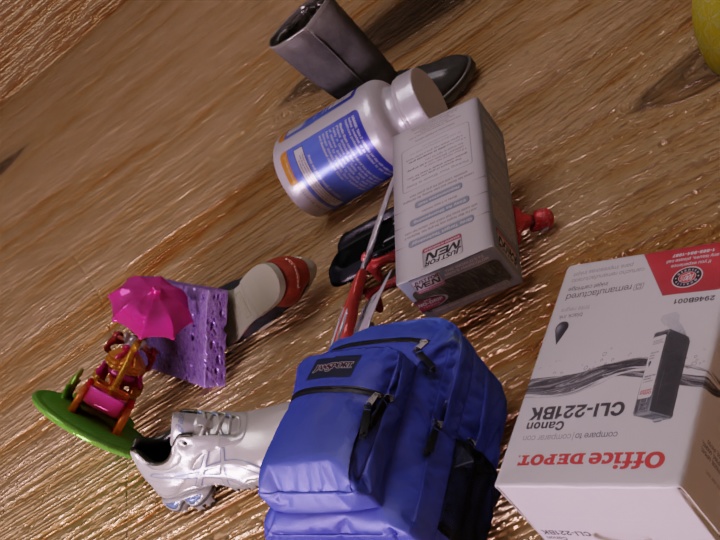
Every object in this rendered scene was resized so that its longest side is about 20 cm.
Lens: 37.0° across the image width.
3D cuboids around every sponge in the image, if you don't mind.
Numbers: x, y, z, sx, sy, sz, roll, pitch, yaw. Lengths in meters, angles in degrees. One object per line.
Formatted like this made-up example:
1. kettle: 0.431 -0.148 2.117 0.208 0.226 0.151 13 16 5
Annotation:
1. sponge: -0.219 0.070 1.289 0.199 0.030 0.113 8 98 55

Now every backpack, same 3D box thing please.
1. backpack: 0.025 0.129 0.838 0.161 0.168 0.201 -5 45 33

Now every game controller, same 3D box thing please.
1. game controller: 0.051 -0.045 1.140 0.199 0.042 0.105 -29 25 27

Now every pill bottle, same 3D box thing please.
1. pill bottle: 0.003 -0.155 1.275 0.199 0.112 0.113 -27 34 27

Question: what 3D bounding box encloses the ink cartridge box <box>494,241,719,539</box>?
1. ink cartridge box: 0.197 0.088 0.753 0.144 0.084 0.201 -11 44 43

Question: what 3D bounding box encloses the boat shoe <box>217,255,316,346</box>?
1. boat shoe: -0.127 0.036 1.248 0.062 0.072 0.200 -21 -8 -44

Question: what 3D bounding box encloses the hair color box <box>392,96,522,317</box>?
1. hair color box: 0.087 -0.062 1.015 0.098 0.061 0.201 -23 43 24

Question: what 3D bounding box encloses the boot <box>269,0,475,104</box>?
1. boot: 0.017 -0.260 1.299 0.181 0.200 0.073 -35 28 15

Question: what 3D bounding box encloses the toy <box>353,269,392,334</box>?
1. toy: -0.002 0.111 0.994 0.201 0.047 0.115 -66 5 -25

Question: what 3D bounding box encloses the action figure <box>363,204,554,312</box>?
1. action figure: 0.097 -0.018 1.050 0.199 0.052 0.066 -24 40 27

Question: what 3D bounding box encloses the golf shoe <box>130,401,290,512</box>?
1. golf shoe: -0.142 0.171 1.062 0.199 0.097 0.079 -29 31 22

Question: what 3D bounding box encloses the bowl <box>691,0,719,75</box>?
1. bowl: 0.377 -0.278 0.968 0.199 0.108 0.201 -32 32 23

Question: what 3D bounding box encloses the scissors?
1. scissors: 0.000 0.000 1.064 0.073 0.014 0.201 120 167 -67

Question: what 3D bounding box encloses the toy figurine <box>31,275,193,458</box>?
1. toy figurine: -0.259 0.094 1.231 0.185 0.149 0.200 -62 6 -1
